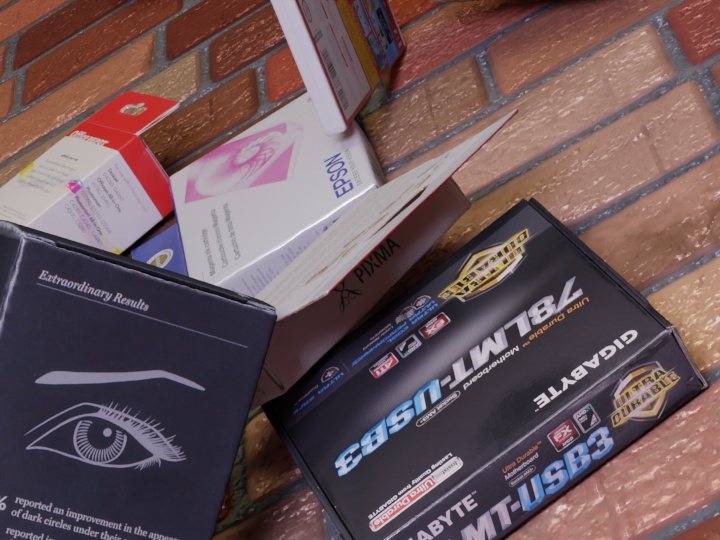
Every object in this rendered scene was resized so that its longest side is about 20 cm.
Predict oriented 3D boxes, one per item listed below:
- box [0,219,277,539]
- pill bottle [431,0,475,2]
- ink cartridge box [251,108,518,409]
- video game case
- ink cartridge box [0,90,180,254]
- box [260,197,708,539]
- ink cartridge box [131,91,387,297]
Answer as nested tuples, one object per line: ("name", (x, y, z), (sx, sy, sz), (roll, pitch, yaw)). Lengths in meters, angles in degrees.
("box", (-0.148, 0.090, 1.141), (0.104, 0.147, 0.202), (11, 83, 69))
("pill bottle", (0.090, -0.244, 1.500), (0.198, 0.113, 0.112), (0, 40, 25))
("ink cartridge box", (0.000, 0.000, 1.253), (0.173, 0.044, 0.200), (-27, 14, 50))
("video game case", (-0.020, -0.190, 1.504), (0.017, 0.144, 0.200), (-17, 17, 20))
("ink cartridge box", (-0.213, -0.046, 1.618), (0.200, 0.068, 0.116), (-40, 25, -16))
("box", (0.058, 0.065, 1.160), (0.199, 0.050, 0.199), (-37, 26, -1))
("ink cartridge box", (-0.078, -0.035, 1.484), (0.199, 0.043, 0.197), (-31, 28, 5))
